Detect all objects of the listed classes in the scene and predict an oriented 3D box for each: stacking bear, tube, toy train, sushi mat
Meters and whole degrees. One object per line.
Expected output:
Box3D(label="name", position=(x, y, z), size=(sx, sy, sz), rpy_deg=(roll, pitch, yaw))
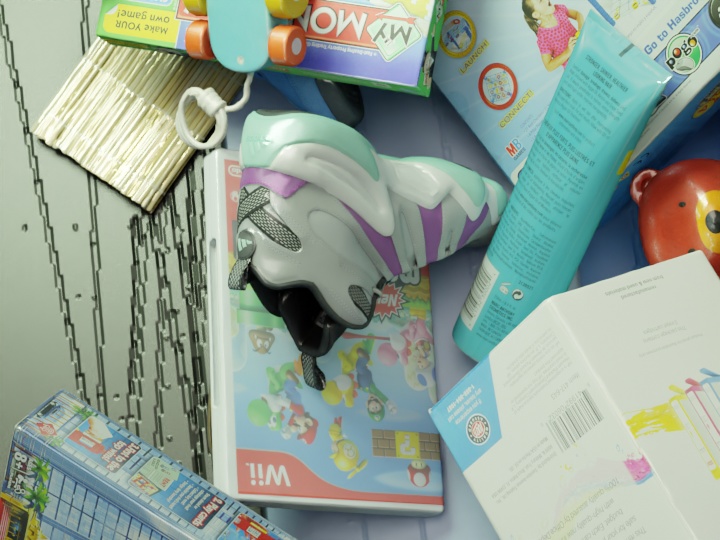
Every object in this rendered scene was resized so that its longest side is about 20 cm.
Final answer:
Box3D(label="stacking bear", position=(0.254, -0.036, 1.184), size=(0.199, 0.114, 0.122), rpy_deg=(-10, 94, 1))
Box3D(label="tube", position=(0.109, -0.039, 1.176), size=(0.077, 0.050, 0.200), rpy_deg=(44, 122, 40))
Box3D(label="toy train", position=(-0.104, -0.176, 1.191), size=(0.150, 0.056, 0.200), rpy_deg=(-40, 84, 36))
Box3D(label="sushi mat", position=(-0.110, -0.140, 1.302), size=(0.096, 0.012, 0.200), rpy_deg=(32, 79, 14))

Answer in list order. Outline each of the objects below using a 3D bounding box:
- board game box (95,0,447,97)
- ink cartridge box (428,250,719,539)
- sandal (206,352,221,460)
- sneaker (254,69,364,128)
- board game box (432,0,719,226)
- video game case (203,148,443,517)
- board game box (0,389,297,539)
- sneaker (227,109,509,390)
Box3D(label="board game box", position=(-0.044, -0.182, 1.213), size=(0.200, 0.029, 0.135), rpy_deg=(10, 86, 17))
Box3D(label="ink cartridge box", position=(0.157, 0.115, 1.121), size=(0.125, 0.129, 0.200), rpy_deg=(-16, 70, -40))
Box3D(label="sandal", position=(-0.058, 0.026, 1.222), size=(0.082, 0.055, 0.201), rpy_deg=(9, 70, -31))
Box3D(label="sneaker", position=(-0.074, -0.150, 1.268), size=(0.078, 0.066, 0.200), rpy_deg=(-39, 75, 9))
Box3D(label="board game box", position=(0.126, -0.157, 1.203), size=(0.196, 0.056, 0.200), rpy_deg=(54, 126, 16))
Box3D(label="video game case", position=(-0.020, 0.036, 1.198), size=(0.143, 0.017, 0.201), rpy_deg=(7, 71, -32))
Box3D(label="board game box", position=(-0.101, 0.192, 1.127), size=(0.199, 0.062, 0.200), rpy_deg=(19, 112, 12))
Box3D(label="sneaker", position=(0.000, 0.000, 1.177), size=(0.078, 0.200, 0.140), rpy_deg=(6, 83, 49))
